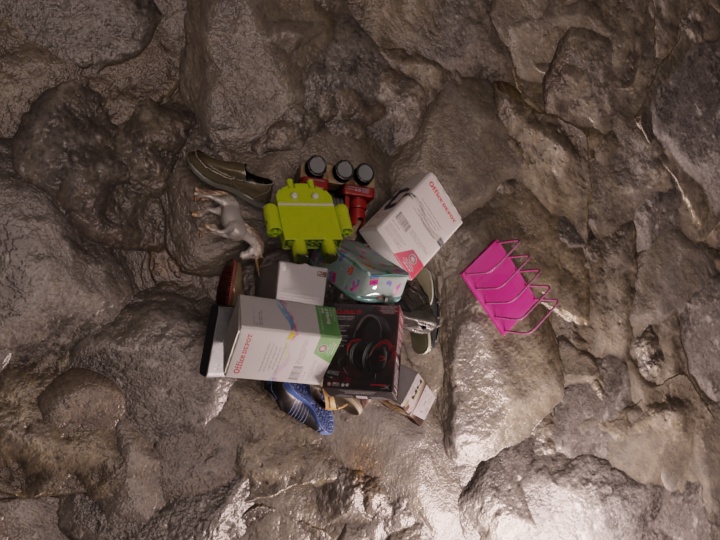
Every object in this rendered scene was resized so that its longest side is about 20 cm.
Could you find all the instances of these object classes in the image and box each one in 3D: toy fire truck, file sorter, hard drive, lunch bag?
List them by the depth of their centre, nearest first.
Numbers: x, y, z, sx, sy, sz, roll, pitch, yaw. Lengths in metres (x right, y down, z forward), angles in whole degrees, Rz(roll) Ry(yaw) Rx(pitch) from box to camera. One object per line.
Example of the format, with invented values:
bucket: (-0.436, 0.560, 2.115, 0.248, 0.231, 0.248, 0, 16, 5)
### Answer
hard drive: (-0.232, 0.148, 1.245, 0.198, 0.032, 0.143, 9, 93, -48)
lunch bag: (0.000, 0.000, 1.259, 0.159, 0.199, 0.078, 7, 112, -47)
toy fire truck: (-0.063, -0.130, 1.335, 0.172, 0.128, 0.205, 5, 77, -21)
file sorter: (0.378, 0.041, 1.490, 0.139, 0.125, 0.201, -41, 103, -18)

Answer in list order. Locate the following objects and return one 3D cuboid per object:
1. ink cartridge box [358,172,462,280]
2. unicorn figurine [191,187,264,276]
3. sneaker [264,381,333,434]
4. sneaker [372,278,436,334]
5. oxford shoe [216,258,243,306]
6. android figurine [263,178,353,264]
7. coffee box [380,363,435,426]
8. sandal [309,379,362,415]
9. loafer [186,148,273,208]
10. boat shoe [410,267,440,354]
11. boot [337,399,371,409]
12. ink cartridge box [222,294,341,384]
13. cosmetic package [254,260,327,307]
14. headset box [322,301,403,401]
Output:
ink cartridge box: (0.116, -0.100, 1.347, 0.200, 0.084, 0.146, -46, 112, -23)
unicorn figurine: (-0.273, -0.094, 1.239, 0.135, 0.074, 0.204, 0, 67, -37)
sneaker: (-0.133, 0.294, 1.317, 0.202, 0.077, 0.071, 57, 30, -29)
sneaker: (0.079, 0.066, 1.348, 0.196, 0.076, 0.116, 15, 46, -25)
oxford shoe: (-0.264, 0.078, 1.272, 0.074, 0.070, 0.205, 4, 94, -34)
android figurine: (-0.106, -0.104, 1.200, 0.178, 0.041, 0.203, 0, 56, -21)
coffee box: (0.085, 0.264, 1.320, 0.081, 0.112, 0.200, -59, 151, -14)
sandal: (-0.079, 0.263, 1.278, 0.199, 0.080, 0.055, 41, 63, -30)
loafer: (-0.268, -0.206, 1.259, 0.197, 0.076, 0.070, 25, 119, -27)
boat shoe: (0.161, 0.098, 1.437, 0.065, 0.073, 0.204, 8, 76, -49)
boot: (0.024, 0.211, 1.379, 0.182, 0.064, 0.205, -9, 91, -13)
ink cartridge box: (-0.154, 0.136, 1.144, 0.196, 0.147, 0.088, 7, 41, -23)
cosmetic package: (-0.149, 0.035, 1.241, 0.105, 0.199, 0.092, 9, 85, -20)
headset box: (0.010, 0.156, 1.231, 0.145, 0.075, 0.204, 2, 65, 13)
